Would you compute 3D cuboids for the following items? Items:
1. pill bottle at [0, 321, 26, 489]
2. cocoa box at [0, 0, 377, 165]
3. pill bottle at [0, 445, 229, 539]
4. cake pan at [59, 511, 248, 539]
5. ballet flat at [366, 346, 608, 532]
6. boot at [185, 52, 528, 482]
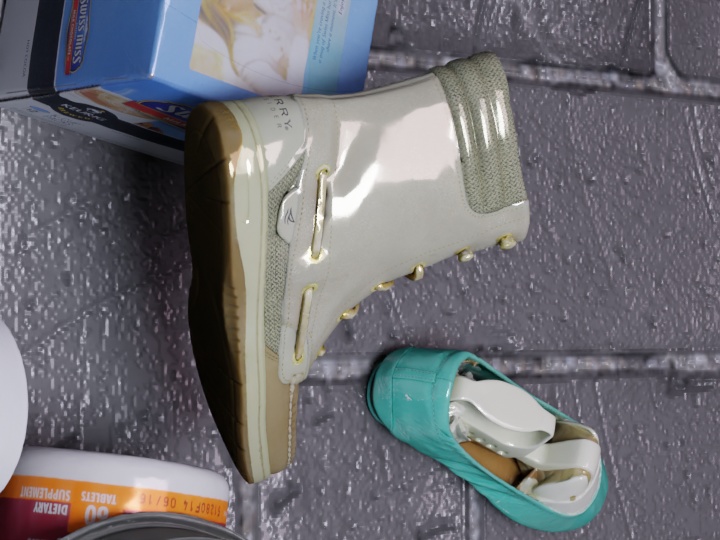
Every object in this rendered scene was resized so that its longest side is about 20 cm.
[{"bbox_3d":[-0.243,0.056,1.036,0.199,0.119,0.120,3,87,-43],"label":"pill bottle"},{"bbox_3d":[-0.074,-0.163,1.202,0.133,0.131,0.201,18,77,-41],"label":"cocoa box"},{"bbox_3d":[-0.125,0.187,1.161,0.109,0.109,0.201,14,79,-42],"label":"pill bottle"},{"bbox_3d":[-0.078,0.204,1.089,0.199,0.037,0.201,8,76,-33],"label":"cake pan"},{"bbox_3d":[0.090,0.098,1.392,0.200,0.070,0.068,31,68,-39],"label":"ballet flat"},{"bbox_3d":[0.000,0.000,1.166,0.154,0.072,0.201,-14,126,-20],"label":"boot"}]
